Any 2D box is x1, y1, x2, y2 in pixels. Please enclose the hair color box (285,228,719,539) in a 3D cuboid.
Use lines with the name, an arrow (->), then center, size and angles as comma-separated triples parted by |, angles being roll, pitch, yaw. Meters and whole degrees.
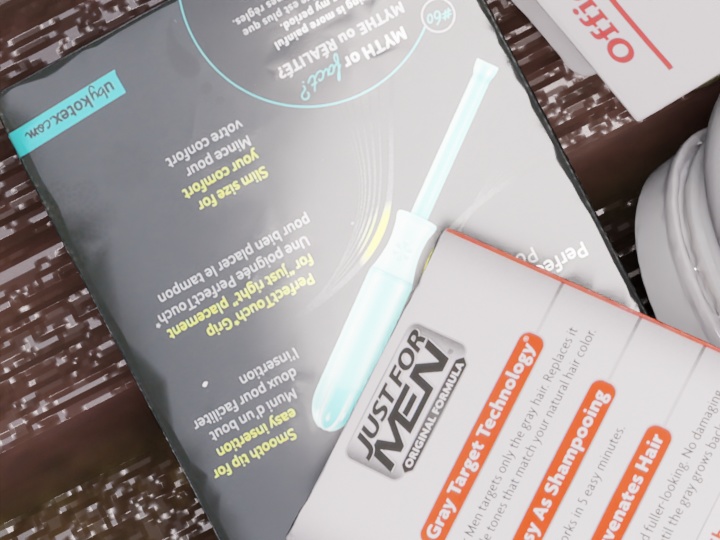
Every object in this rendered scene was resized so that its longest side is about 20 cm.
hair color box -> 0.091, 0.076, 0.815 | 0.199, 0.061, 0.102 | 25, 83, 26

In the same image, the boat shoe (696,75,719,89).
boat shoe -> 0.077, -0.154, 0.978 | 0.073, 0.063, 0.201 | -19, 92, 2

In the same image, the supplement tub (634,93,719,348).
supplement tub -> 0.195, -0.031, 0.906 | 0.200, 0.145, 0.145 | -36, 90, 34

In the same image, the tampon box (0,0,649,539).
tampon box -> 0.000, 0.000, 0.955 | 0.149, 0.126, 0.201 | -28, 91, 3

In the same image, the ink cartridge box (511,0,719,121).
ink cartridge box -> 0.099, -0.126, 0.893 | 0.200, 0.067, 0.116 | -32, 109, 34
